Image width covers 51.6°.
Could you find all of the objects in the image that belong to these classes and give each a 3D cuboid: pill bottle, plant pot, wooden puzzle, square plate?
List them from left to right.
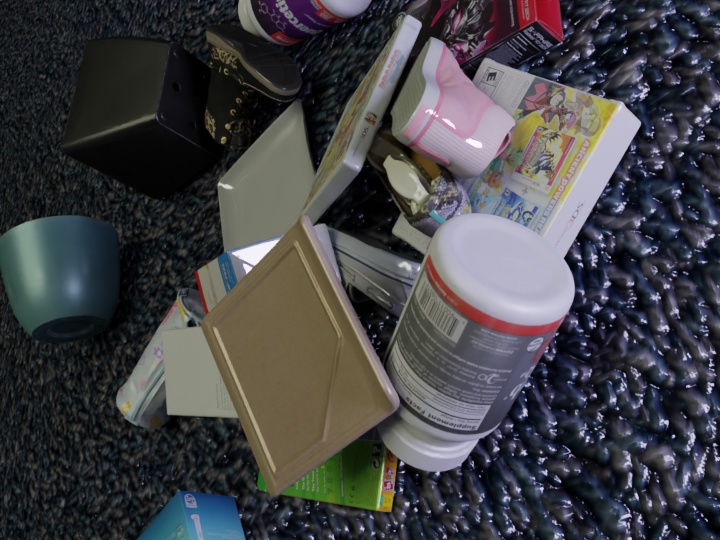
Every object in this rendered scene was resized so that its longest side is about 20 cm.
[{"bbox_3d":[-0.501,0.026,1.259,0.200,0.199,0.163,-31,65,36],"label":"plant pot"},{"bbox_3d":[-0.321,-0.253,1.182,0.175,0.199,0.203,-6,69,35],"label":"plant pot"},{"bbox_3d":[-0.123,-0.100,1.012,0.198,0.028,0.202,-38,49,31],"label":"square plate"},{"bbox_3d":[-0.060,0.080,0.669,0.200,0.037,0.187,-44,64,37],"label":"wooden puzzle"},{"bbox_3d":[-0.081,-0.378,1.017,0.198,0.112,0.114,-5,70,47],"label":"pill bottle"},{"bbox_3d":[0.082,0.065,0.608,0.117,0.114,0.202,-117,35,-41],"label":"pill bottle"}]

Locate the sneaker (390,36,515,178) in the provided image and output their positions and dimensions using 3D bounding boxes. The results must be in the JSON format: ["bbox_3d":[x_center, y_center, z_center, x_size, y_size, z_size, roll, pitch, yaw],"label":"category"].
[{"bbox_3d":[0.087,-0.150,0.707,0.076,0.104,0.201,-55,14,29],"label":"sneaker"}]

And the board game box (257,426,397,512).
[{"bbox_3d":[-0.039,0.196,0.796,0.198,0.030,0.097,-8,68,43],"label":"board game box"}]

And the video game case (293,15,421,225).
[{"bbox_3d":[-0.008,-0.151,0.806,0.184,0.023,0.200,-68,12,-21],"label":"video game case"}]

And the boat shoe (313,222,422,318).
[{"bbox_3d":[0.000,0.000,0.797,0.199,0.073,0.068,27,102,55],"label":"boat shoe"}]

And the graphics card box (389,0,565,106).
[{"bbox_3d":[0.115,-0.259,0.797,0.199,0.050,0.127,-21,60,43],"label":"graphics card box"}]

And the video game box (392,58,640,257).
[{"bbox_3d":[0.137,-0.083,0.703,0.182,0.046,0.202,41,106,51],"label":"video game box"}]

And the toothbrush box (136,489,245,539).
[{"bbox_3d":[-0.190,0.379,0.842,0.147,0.085,0.201,-49,43,21],"label":"toothbrush box"}]

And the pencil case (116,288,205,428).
[{"bbox_3d":[-0.258,0.123,1.026,0.201,0.082,0.091,-54,21,19],"label":"pencil case"}]

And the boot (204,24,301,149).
[{"bbox_3d":[-0.160,-0.244,1.054,0.200,0.073,0.152,40,132,31],"label":"boot"}]

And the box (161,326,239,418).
[{"bbox_3d":[-0.110,0.104,0.816,0.198,0.123,0.099,-8,85,43],"label":"box"}]

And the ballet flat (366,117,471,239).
[{"bbox_3d":[0.043,-0.106,0.733,0.072,0.071,0.201,-51,40,20],"label":"ballet flat"}]

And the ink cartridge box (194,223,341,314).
[{"bbox_3d":[-0.115,0.009,0.842,0.199,0.115,0.068,-17,90,64],"label":"ink cartridge box"}]
